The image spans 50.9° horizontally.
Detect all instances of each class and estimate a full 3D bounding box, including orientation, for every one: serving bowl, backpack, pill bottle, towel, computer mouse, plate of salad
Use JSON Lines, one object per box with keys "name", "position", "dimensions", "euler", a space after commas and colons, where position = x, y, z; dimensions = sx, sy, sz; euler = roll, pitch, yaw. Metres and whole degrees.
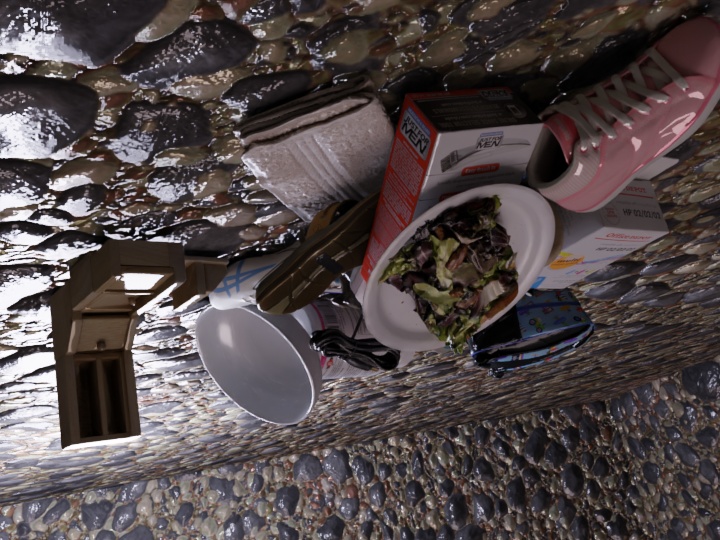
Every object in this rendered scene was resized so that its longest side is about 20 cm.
{"name": "serving bowl", "position": [-0.130, 0.112, 1.034], "dimensions": [0.199, 0.201, 0.066], "euler": [-33, -170, 45]}
{"name": "backpack", "position": [0.277, 0.084, 1.249], "dimensions": [0.198, 0.136, 0.182], "euler": [-18, 160, 15]}
{"name": "pill bottle", "position": [-0.018, 0.103, 1.141], "dimensions": [0.198, 0.115, 0.113], "euler": [3, 156, -38]}
{"name": "towel", "position": [-0.022, -0.100, 0.690], "dimensions": [0.131, 0.035, 0.200], "euler": [-17, 161, 13]}
{"name": "computer mouse", "position": [0.026, 0.005, 0.790], "dimensions": [0.109, 0.202, 0.044], "euler": [25, 171, -32]}
{"name": "plate of salad", "position": [0.096, 0.010, 0.685], "dimensions": [0.198, 0.048, 0.202], "euler": [-17, 138, -15]}

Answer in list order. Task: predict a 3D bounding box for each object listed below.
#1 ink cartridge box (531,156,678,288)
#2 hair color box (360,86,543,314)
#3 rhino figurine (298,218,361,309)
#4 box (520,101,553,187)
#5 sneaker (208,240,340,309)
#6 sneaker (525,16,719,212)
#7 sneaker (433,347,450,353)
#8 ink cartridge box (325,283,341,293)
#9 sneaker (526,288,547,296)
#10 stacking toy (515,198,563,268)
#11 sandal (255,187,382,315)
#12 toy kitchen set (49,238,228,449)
{"name": "ink cartridge box", "position": [0.247, -0.048, 0.826], "dimensions": [0.114, 0.069, 0.200], "euler": [0, 156, -34]}
{"name": "hair color box", "position": [0.076, -0.061, 0.690], "dimensions": [0.110, 0.064, 0.202], "euler": [-10, 137, -27]}
{"name": "rhino figurine", "position": [0.000, 0.000, 0.834], "dimensions": [0.059, 0.088, 0.199], "euler": [7, 161, 47]}
{"name": "box", "position": [0.187, -0.100, 0.813], "dimensions": [0.158, 0.045, 0.200], "euler": [0, 157, -32]}
{"name": "sneaker", "position": [-0.102, 0.014, 0.901], "dimensions": [0.198, 0.073, 0.072], "euler": [-21, 161, 26]}
{"name": "sneaker", "position": [0.219, -0.132, 0.641], "dimensions": [0.104, 0.076, 0.201], "euler": [6, 134, -41]}
{"name": "sneaker", "position": [0.102, 0.051, 0.999], "dimensions": [0.080, 0.072, 0.200], "euler": [-38, 149, 12]}
{"name": "ink cartridge box", "position": [0.014, -0.023, 0.929], "dimensions": [0.094, 0.038, 0.199], "euler": [5, 151, -44]}
{"name": "sneaker", "position": [0.209, -0.006, 0.993], "dimensions": [0.198, 0.081, 0.073], "euler": [-9, 164, -42]}
{"name": "stacking toy", "position": [0.132, -0.014, 0.835], "dimensions": [0.084, 0.087, 0.200], "euler": [-3, 162, -26]}
{"name": "sandal", "position": [-0.025, -0.031, 0.742], "dimensions": [0.199, 0.054, 0.080], "euler": [-35, 146, 6]}
{"name": "toy kitchen set", "position": [-0.227, 0.082, 0.836], "dimensions": [0.162, 0.183, 0.199], "euler": [1, 161, -38]}
